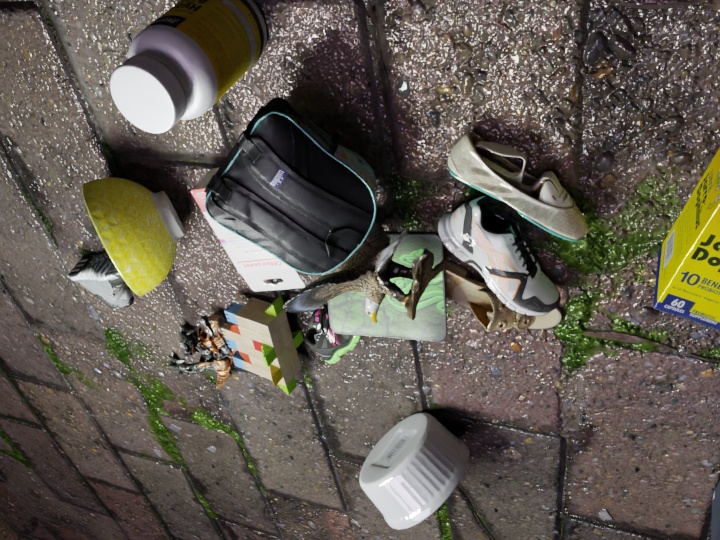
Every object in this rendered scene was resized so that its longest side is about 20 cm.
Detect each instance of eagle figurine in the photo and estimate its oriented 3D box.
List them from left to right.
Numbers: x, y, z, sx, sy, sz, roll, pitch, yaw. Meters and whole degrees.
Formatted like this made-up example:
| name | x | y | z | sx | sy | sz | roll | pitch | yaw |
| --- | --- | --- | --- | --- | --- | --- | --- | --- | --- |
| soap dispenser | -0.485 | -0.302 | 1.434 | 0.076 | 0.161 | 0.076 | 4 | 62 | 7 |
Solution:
| name | x | y | z | sx | sy | sz | roll | pitch | yaw |
| --- | --- | --- | --- | --- | --- | --- | --- | --- | --- |
| eagle figurine | -0.001 | 0.007 | 0.952 | 0.198 | 0.151 | 0.152 | 15 | 94 | 24 |

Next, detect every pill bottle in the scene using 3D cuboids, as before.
| name | x | y | z | sx | sy | sz | roll | pitch | yaw |
| --- | --- | --- | --- | --- | --- | --- | --- | --- | --- |
| pill bottle | -0.199 | -0.247 | 0.807 | 0.110 | 0.201 | 0.112 | 14 | 136 | 14 |

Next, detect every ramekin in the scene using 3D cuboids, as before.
| name | x | y | z | sx | sy | sz | roll | pitch | yaw |
| --- | --- | --- | --- | --- | --- | --- | --- | --- | --- |
| ramekin | 0.090 | 0.352 | 1.241 | 0.098 | 0.201 | 0.200 | 46 | 136 | -8 |

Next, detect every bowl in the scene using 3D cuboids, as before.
| name | x | y | z | sx | sy | sz | roll | pitch | yaw |
| --- | --- | --- | --- | --- | --- | --- | --- | --- | --- |
| bowl | -0.348 | -0.070 | 1.111 | 0.107 | 0.200 | 0.201 | -25 | 127 | -7 |

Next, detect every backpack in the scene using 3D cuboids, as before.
| name | x | y | z | sx | sy | sz | roll | pitch | yaw |
| --- | --- | --- | --- | --- | --- | --- | --- | --- | --- |
| backpack | -0.077 | -0.103 | 0.896 | 0.199 | 0.154 | 0.176 | 36 | 109 | -10 |

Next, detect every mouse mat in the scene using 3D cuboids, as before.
| name | x | y | z | sx | sy | sz | roll | pitch | yaw |
| --- | --- | --- | --- | --- | --- | --- | --- | --- | --- |
| mouse mat | 0.034 | 0.024 | 1.033 | 0.198 | 0.008 | 0.163 | 1 | 102 | 26 |

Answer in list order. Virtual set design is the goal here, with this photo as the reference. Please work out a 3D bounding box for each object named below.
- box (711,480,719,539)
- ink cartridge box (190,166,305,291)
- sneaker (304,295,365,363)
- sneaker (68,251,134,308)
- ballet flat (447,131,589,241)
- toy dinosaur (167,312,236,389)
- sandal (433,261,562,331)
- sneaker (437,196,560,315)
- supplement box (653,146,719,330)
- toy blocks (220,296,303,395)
| name | x | y | z | sx | sy | sz | roll | pitch | yaw |
| --- | --- | --- | --- | --- | --- | --- | --- | --- | --- |
| box | 0.636 | 0.346 | 0.997 | 0.198 | 0.118 | 0.198 | 11 | 135 | 20 |
| ink cartridge box | -0.156 | -0.064 | 1.061 | 0.116 | 0.068 | 0.201 | -4 | 127 | 31 |
| sneaker | -0.040 | 0.089 | 1.141 | 0.083 | 0.077 | 0.200 | 30 | 137 | -7 |
| sneaker | -0.459 | 0.022 | 1.314 | 0.199 | 0.075 | 0.116 | -1 | 136 | 43 |
| ballet flat | 0.200 | -0.103 | 0.836 | 0.199 | 0.068 | 0.063 | 28 | 128 | 1 |
| toy dinosaur | -0.295 | 0.166 | 1.346 | 0.134 | 0.102 | 0.202 | 2 | 112 | 4 |
| sandal | 0.181 | 0.057 | 0.995 | 0.210 | 0.070 | 0.078 | 23 | 138 | 6 |
| sneaker | 0.196 | -0.016 | 0.914 | 0.200 | 0.074 | 0.080 | 38 | 135 | -11 |
| supplement box | 0.413 | -0.040 | 0.746 | 0.108 | 0.110 | 0.201 | 19 | 137 | 10 |
| toy blocks | -0.189 | 0.122 | 1.252 | 0.136 | 0.100 | 0.201 | 16 | 135 | 29 |
